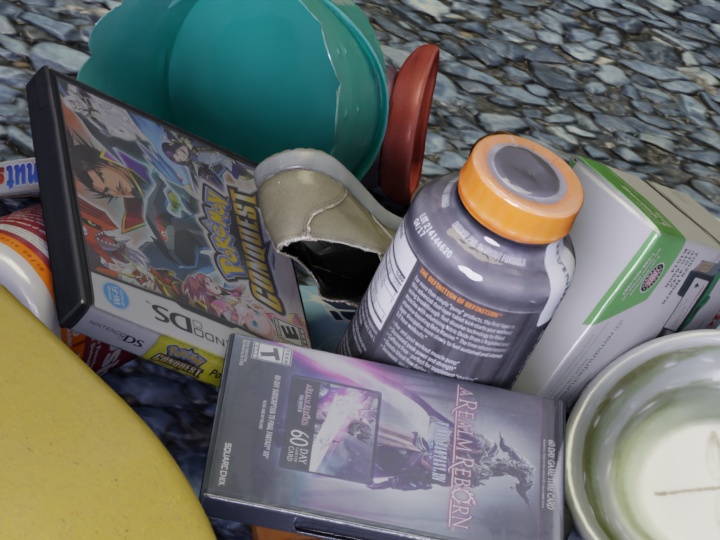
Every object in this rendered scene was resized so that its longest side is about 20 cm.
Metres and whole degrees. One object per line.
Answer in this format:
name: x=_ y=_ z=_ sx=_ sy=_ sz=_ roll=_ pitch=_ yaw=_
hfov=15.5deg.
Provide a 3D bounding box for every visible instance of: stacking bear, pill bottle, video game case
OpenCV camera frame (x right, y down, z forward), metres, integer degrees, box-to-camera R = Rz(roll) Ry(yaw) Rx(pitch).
stacking bear: x=-0.051 y=-0.122 z=1.991 sx=0.199 sy=0.122 sz=0.114 roll=11 pitch=16 yaw=6
pill bottle: x=-0.179 y=0.013 z=1.600 sx=0.113 sy=0.113 sz=0.200 roll=27 pitch=26 yaw=19
pill bottle: x=0.060 y=0.016 z=1.554 sx=0.106 sy=0.200 sz=0.106 roll=17 pitch=37 yaw=-14
video game case: x=0.016 y=0.103 z=1.467 sx=0.199 sy=0.019 sz=0.143 roll=11 pitch=36 yaw=-3
video game case: x=-0.112 y=-0.017 z=1.582 sx=0.180 sy=0.025 sz=0.201 roll=24 pitch=36 yaw=-34

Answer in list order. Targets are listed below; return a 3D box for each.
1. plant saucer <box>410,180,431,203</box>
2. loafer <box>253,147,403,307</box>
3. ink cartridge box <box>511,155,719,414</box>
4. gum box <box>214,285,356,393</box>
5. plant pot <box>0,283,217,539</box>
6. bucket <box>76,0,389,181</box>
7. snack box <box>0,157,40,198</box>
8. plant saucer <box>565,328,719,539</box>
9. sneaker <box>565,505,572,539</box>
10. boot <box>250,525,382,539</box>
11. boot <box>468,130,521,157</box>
plant saucer: x=0.128 y=-0.011 z=1.965 sx=0.199 sy=0.032 sz=0.200 roll=15 pitch=25 yaw=-7
loafer: x=0.000 y=0.000 z=1.652 sx=0.200 sy=0.075 sz=0.070 roll=36 pitch=45 yaw=-41
ink cartridge box: x=0.163 y=0.017 z=1.724 sx=0.084 sy=0.146 sz=0.200 roll=42 pitch=15 yaw=25
gum box: x=0.004 y=0.070 z=1.692 sx=0.199 sy=0.045 sz=0.170 roll=5 pitch=28 yaw=-30
plant pot: x=-0.175 y=0.158 z=1.218 sx=0.200 sy=0.196 sz=0.194 roll=33 pitch=28 yaw=16
bucket: x=-0.083 y=-0.124 z=1.856 sx=0.206 sy=0.208 sz=0.135 roll=26 pitch=17 yaw=16
snack box: x=-0.188 y=-0.063 z=1.741 sx=0.072 sy=0.024 sz=0.200 roll=0 pitch=-1 yaw=-37
plant saucer: x=0.223 y=0.132 z=1.648 sx=0.199 sy=0.050 sz=0.201 roll=-1 pitch=56 yaw=2
sneaker: x=0.041 y=0.131 z=1.536 sx=0.199 sy=0.091 sz=0.076 roll=6 pitch=25 yaw=-28
boot: x=0.040 y=0.184 z=1.443 sx=0.199 sy=0.077 sz=0.156 roll=-4 pitch=37 yaw=-15
boot: x=0.083 y=-0.049 z=1.898 sx=0.075 sy=0.074 sz=0.200 roll=9 pitch=28 yaw=-5
